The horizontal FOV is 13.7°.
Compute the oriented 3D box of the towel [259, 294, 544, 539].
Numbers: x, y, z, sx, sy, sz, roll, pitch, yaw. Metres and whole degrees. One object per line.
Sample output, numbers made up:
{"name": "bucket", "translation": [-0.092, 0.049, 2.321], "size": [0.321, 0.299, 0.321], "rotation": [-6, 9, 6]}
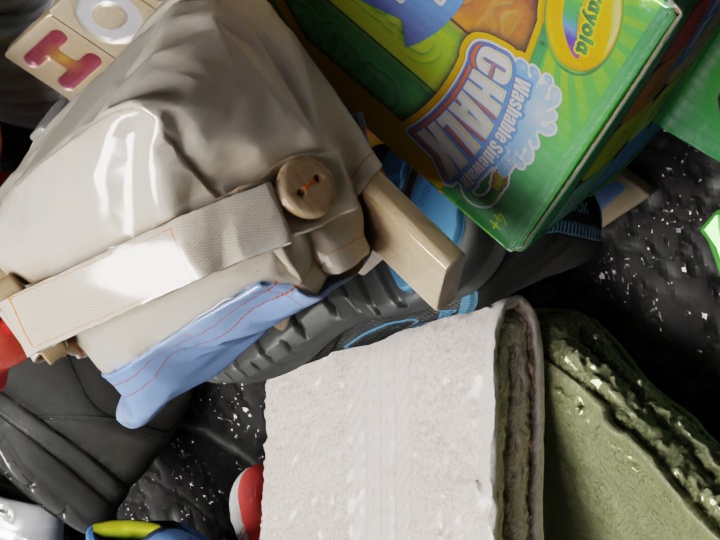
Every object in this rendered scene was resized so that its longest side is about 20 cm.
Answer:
{"name": "towel", "translation": [0.011, 0.110, 1.088], "size": [0.132, 0.034, 0.201], "rotation": [-2, 87, 47]}

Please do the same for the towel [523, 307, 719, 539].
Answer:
{"name": "towel", "translation": [0.115, 0.116, 1.062], "size": [0.200, 0.036, 0.149], "rotation": [44, 146, 38]}

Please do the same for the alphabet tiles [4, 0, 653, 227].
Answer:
{"name": "alphabet tiles", "translation": [-0.022, -0.046, 1.071], "size": [0.200, 0.008, 0.167], "rotation": [33, 140, -20]}

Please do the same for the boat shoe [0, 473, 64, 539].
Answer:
{"name": "boat shoe", "translation": [-0.211, 0.089, 1.334], "size": [0.199, 0.072, 0.069], "rotation": [28, 106, 35]}

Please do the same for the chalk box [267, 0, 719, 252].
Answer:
{"name": "chalk box", "translation": [0.063, -0.101, 0.944], "size": [0.200, 0.124, 0.125], "rotation": [41, 136, 10]}

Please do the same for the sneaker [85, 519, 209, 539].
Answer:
{"name": "sneaker", "translation": [-0.084, 0.132, 1.222], "size": [0.079, 0.066, 0.200], "rotation": [62, 165, -2]}

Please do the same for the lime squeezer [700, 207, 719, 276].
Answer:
{"name": "lime squeezer", "translation": [0.175, 0.071, 1.039], "size": [0.200, 0.038, 0.071], "rotation": [45, 105, 7]}

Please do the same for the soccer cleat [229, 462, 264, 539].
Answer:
{"name": "soccer cleat", "translation": [0.006, 0.166, 1.206], "size": [0.200, 0.069, 0.085], "rotation": [49, 131, -4]}

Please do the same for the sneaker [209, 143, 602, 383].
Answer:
{"name": "sneaker", "translation": [0.000, 0.000, 1.052], "size": [0.199, 0.082, 0.074], "rotation": [-10, 82, 51]}

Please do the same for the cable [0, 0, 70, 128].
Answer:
{"name": "cable", "translation": [-0.130, -0.146, 1.109], "size": [0.200, 0.069, 0.201], "rotation": [-28, 98, 45]}

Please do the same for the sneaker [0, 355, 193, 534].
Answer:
{"name": "sneaker", "translation": [-0.147, 0.018, 1.189], "size": [0.200, 0.091, 0.076], "rotation": [45, 174, -33]}

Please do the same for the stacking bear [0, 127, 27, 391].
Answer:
{"name": "stacking bear", "translation": [-0.176, -0.048, 1.078], "size": [0.113, 0.122, 0.200], "rotation": [-23, 114, 40]}

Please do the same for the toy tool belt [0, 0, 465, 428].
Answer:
{"name": "toy tool belt", "translation": [-0.057, 0.000, 0.964], "size": [0.123, 0.125, 0.200], "rotation": [40, 143, -11]}
